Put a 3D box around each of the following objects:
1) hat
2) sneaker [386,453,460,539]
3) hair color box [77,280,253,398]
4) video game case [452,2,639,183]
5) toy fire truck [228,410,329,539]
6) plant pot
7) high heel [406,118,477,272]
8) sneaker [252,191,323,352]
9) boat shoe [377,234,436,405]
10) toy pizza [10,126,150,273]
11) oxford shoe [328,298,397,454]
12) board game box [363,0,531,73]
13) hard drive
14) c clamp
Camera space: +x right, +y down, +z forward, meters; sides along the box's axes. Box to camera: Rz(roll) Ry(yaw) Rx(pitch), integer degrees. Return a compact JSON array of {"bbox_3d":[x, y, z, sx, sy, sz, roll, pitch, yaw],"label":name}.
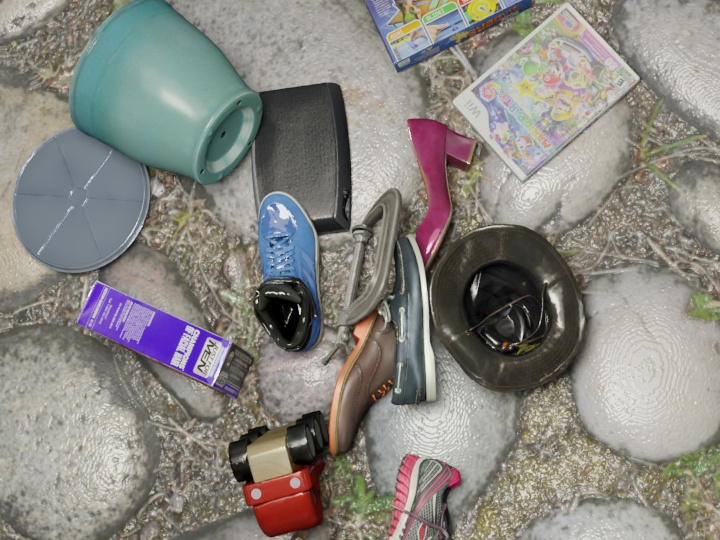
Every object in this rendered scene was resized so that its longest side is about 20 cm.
[{"bbox_3d":[0.173,0.046,1.533,0.197,0.081,0.204,0,86,-4],"label":"hat"},{"bbox_3d":[0.068,0.321,1.491,0.073,0.081,0.203,8,78,10],"label":"sneaker"},{"bbox_3d":[-0.243,0.088,1.586,0.197,0.109,0.066,21,81,15],"label":"hair color box"},{"bbox_3d":[0.237,-0.229,1.622,0.199,0.018,0.144,-40,74,-1],"label":"video game case"},{"bbox_3d":[-0.089,0.285,1.488,0.127,0.176,0.203,-16,89,5],"label":"toy fire truck"},{"bbox_3d":[-0.234,-0.211,1.605,0.187,0.200,0.201,35,85,17],"label":"plant pot"},{"bbox_3d":[0.076,-0.096,1.589,0.095,0.067,0.203,18,76,4],"label":"high heel"},{"bbox_3d":[-0.093,0.001,1.556,0.075,0.111,0.204,-8,90,9],"label":"sneaker"},{"bbox_3d":[0.052,0.059,1.513,0.061,0.075,0.204,-6,89,-2],"label":"boat shoe"},{"bbox_3d":[-0.372,-0.094,1.693,0.197,0.032,0.204,-2,77,11],"label":"toy pizza"},{"bbox_3d":[0.012,0.134,1.551,0.071,0.071,0.203,17,80,8],"label":"oxford shoe"},{"bbox_3d":[0.109,-0.366,1.668,0.198,0.034,0.137,-25,73,4],"label":"board game box"},{"bbox_3d":[-0.081,-0.145,1.646,0.132,0.042,0.204,-6,76,9],"label":"hard drive"},{"bbox_3d":[0.000,0.000,1.563,0.027,0.171,0.203,21,65,-16],"label":"c clamp"}]
